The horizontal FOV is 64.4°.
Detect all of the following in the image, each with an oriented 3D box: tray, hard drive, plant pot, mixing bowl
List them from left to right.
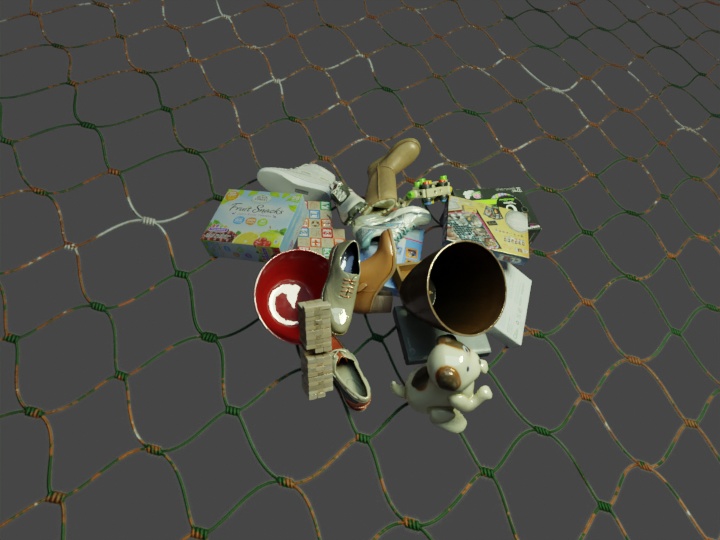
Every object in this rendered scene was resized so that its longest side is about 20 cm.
[{"bbox_3d":[-0.140,0.063,1.230,0.199,0.108,0.201,4,78,-21],"label":"mixing bowl"},{"bbox_3d":[0.179,0.024,1.352,0.199,0.037,0.099,-7,61,-26],"label":"tray"},{"bbox_3d":[0.183,0.140,1.309,0.199,0.033,0.140,-4,57,-14],"label":"hard drive"},{"bbox_3d":[0.167,0.043,1.193,0.186,0.200,0.188,3,84,-25],"label":"plant pot"}]

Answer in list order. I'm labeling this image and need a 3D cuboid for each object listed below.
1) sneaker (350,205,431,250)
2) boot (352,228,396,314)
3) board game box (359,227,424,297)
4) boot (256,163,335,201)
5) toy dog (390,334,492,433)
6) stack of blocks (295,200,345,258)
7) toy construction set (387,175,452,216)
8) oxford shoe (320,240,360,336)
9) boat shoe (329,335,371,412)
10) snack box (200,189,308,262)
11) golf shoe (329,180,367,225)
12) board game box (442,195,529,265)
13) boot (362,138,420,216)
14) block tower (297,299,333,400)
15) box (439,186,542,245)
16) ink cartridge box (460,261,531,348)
[{"bbox_3d":[0.082,-0.093,1.389,0.199,0.078,0.087,-13,63,-8],"label":"sneaker"},{"bbox_3d":[0.000,0.000,1.298,0.154,0.201,0.077,5,13,-3],"label":"boot"},{"bbox_3d":[0.071,-0.033,1.405,0.151,0.037,0.201,15,53,-1],"label":"board game box"},{"bbox_3d":[-0.164,-0.239,1.488,0.199,0.074,0.096,18,47,-9],"label":"boot"},{"bbox_3d":[0.170,0.210,1.153,0.193,0.200,0.140,18,53,0],"label":"toy dog"},{"bbox_3d":[-0.098,-0.073,1.383,0.115,0.059,0.201,1,55,-11],"label":"stack of blocks"},{"bbox_3d":[0.158,-0.194,1.478,0.200,0.093,0.131,-32,23,-36],"label":"toy construction set"},{"bbox_3d":[-0.038,0.033,1.177,0.070,0.074,0.201,6,77,-22],"label":"oxford shoe"},{"bbox_3d":[-0.039,0.201,1.202,0.071,0.063,0.200,-21,61,-22],"label":"boat shoe"},{"bbox_3d":[-0.244,-0.105,1.335,0.199,0.068,0.169,8,53,16],"label":"snack box"},{"bbox_3d":[-0.039,-0.167,1.392,0.077,0.200,0.088,-43,105,4],"label":"golf shoe"},{"bbox_3d":[0.294,-0.095,1.345,0.199,0.035,0.136,13,56,-5],"label":"board game box"},{"bbox_3d":[0.083,-0.233,1.467,0.066,0.175,0.201,40,32,-27],"label":"boot"},{"bbox_3d":[-0.090,0.154,1.144,0.054,0.201,0.058,-8,22,-22],"label":"block tower"},{"bbox_3d":[0.327,-0.118,1.465,0.199,0.125,0.149,-5,57,-17],"label":"box"},{"bbox_3d":[0.312,0.051,1.347,0.200,0.041,0.200,37,52,-18],"label":"ink cartridge box"}]
